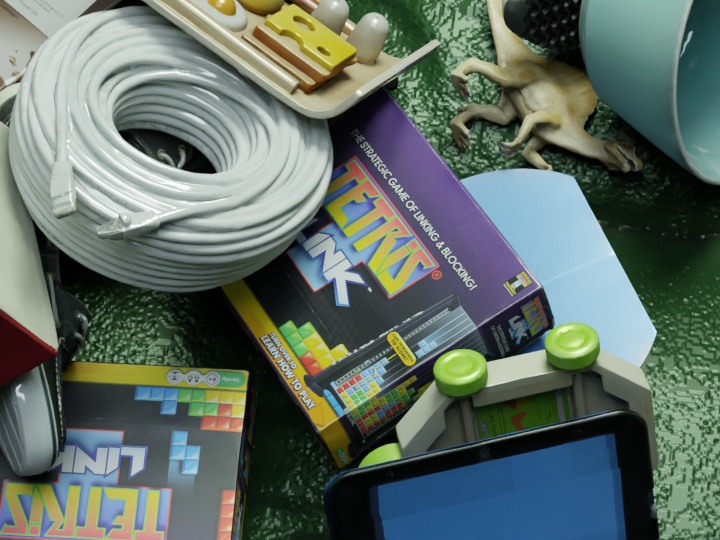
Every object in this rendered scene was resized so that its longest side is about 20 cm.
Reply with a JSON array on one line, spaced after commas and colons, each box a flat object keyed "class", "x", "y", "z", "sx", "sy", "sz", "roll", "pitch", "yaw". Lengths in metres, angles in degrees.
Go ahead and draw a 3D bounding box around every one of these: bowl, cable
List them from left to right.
[{"class": "cable", "x": -0.116, "y": -0.076, "z": 1.511, "sx": 0.199, "sy": 0.069, "sz": 0.200, "roll": 1, "pitch": 48, "yaw": -24}, {"class": "bowl", "x": 0.216, "y": -0.166, "z": 1.605, "sx": 0.105, "sy": 0.201, "sz": 0.201, "roll": 21, "pitch": 66, "yaw": 33}]

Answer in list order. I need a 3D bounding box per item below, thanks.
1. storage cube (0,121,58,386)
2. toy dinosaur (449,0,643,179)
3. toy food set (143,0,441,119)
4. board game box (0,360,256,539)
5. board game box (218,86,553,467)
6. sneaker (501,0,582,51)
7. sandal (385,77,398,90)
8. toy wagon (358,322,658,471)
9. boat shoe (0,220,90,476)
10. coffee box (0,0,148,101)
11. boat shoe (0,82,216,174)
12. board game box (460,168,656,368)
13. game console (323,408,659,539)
[{"class": "storage cube", "x": -0.308, "y": -0.015, "z": 1.448, "sx": 0.179, "sy": 0.171, "sz": 0.200, "roll": -27, "pitch": 55, "yaw": 17}, {"class": "toy dinosaur", "x": 0.108, "y": -0.123, "z": 1.661, "sx": 0.101, "sy": 0.058, "sz": 0.200, "roll": -22, "pitch": 66, "yaw": -25}, {"class": "toy food set", "x": -0.054, "y": -0.181, "z": 1.561, "sx": 0.200, "sy": 0.060, "sz": 0.143, "roll": 36, "pitch": 28, "yaw": 7}, {"class": "board game box", "x": -0.172, "y": 0.141, "z": 1.538, "sx": 0.199, "sy": 0.057, "sz": 0.166, "roll": 2, "pitch": 63, "yaw": 4}, {"class": "board game box", "x": 0.000, "y": 0.000, "z": 1.560, "sx": 0.165, "sy": 0.057, "sz": 0.200, "roll": -34, "pitch": 57, "yaw": -4}, {"class": "sneaker", "x": 0.149, "y": -0.218, "z": 1.674, "sx": 0.200, "sy": 0.070, "sz": 0.093, "roll": -33, "pitch": 52, "yaw": -33}, {"class": "sandal", "x": -0.074, "y": -0.138, "z": 1.654, "sx": 0.199, "sy": 0.075, "sz": 0.045, "roll": -4, "pitch": 100, "yaw": -6}, {"class": "toy wagon", "x": 0.079, "y": 0.111, "z": 1.488, "sx": 0.199, "sy": 0.156, "sz": 0.040, "roll": -13, "pitch": 37, "yaw": -3}, {"class": "boat shoe", "x": -0.200, "y": 0.030, "z": 1.526, "sx": 0.071, "sy": 0.072, "sz": 0.201, "roll": -2, "pitch": 64, "yaw": -24}, {"class": "coffee box", "x": -0.212, "y": -0.148, "z": 1.647, "sx": 0.200, "sy": 0.113, "sz": 0.080, "roll": -40, "pitch": 69, "yaw": -14}, {"class": "boat shoe", "x": -0.142, "y": -0.070, "z": 1.596, "sx": 0.199, "sy": 0.072, "sz": 0.068, "roll": 7, "pitch": 29, "yaw": -26}, {"class": "board game box", "x": 0.095, "y": 0.031, "z": 1.584, "sx": 0.158, "sy": 0.039, "sz": 0.200, "roll": -25, "pitch": 57, "yaw": 0}, {"class": "game console", "x": 0.092, "y": 0.199, "z": 1.462, "sx": 0.199, "sy": 0.118, "sz": 0.171, "roll": -13, "pitch": 64, "yaw": -3}]
